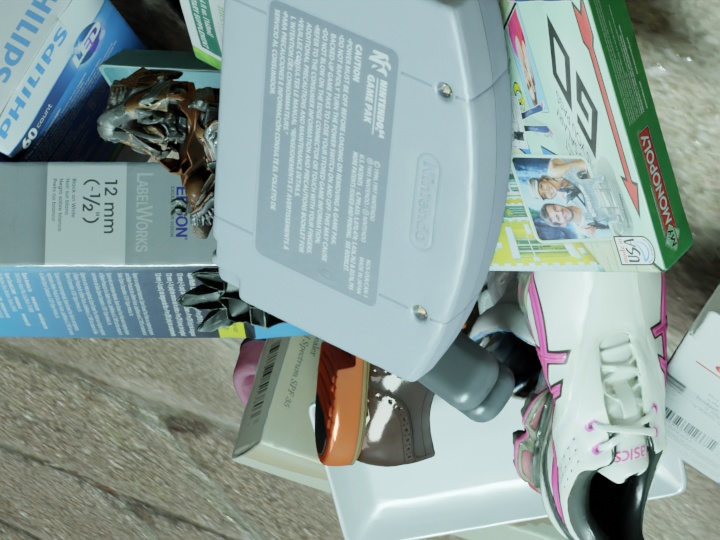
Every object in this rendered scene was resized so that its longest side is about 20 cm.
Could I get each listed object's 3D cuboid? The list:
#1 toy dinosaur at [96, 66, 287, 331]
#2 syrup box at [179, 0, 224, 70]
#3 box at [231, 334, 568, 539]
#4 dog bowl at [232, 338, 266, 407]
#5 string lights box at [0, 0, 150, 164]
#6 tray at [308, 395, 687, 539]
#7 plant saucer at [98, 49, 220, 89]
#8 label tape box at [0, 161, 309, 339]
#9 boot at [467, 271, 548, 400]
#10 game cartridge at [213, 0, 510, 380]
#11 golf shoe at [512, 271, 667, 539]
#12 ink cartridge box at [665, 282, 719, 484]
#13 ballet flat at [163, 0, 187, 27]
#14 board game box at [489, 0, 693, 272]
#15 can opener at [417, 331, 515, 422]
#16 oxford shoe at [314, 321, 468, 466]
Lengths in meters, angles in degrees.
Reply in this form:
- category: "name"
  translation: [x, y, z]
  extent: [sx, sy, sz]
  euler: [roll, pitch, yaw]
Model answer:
- category: "toy dinosaur"
  translation: [-0.032, -0.049, 1.395]
  extent: [0.199, 0.136, 0.103]
  euler: [-1, 122, 16]
- category: "syrup box"
  translation: [0.017, -0.105, 1.338]
  extent: [0.199, 0.082, 0.079]
  euler: [30, 161, 19]
- category: "box"
  translation: [0.035, 0.096, 1.693]
  extent: [0.199, 0.096, 0.078]
  euler: [18, 165, -12]
- category: "dog bowl"
  translation: [0.004, 0.086, 1.842]
  extent: [0.199, 0.074, 0.200]
  euler: [32, 161, 12]
- category: "string lights box"
  translation: [-0.168, -0.098, 1.589]
  extent: [0.059, 0.103, 0.200]
  euler: [29, 172, 18]
- category: "tray"
  translation: [0.078, 0.095, 1.611]
  extent: [0.199, 0.022, 0.108]
  euler: [-10, 122, 7]
- category: "plant saucer"
  translation: [-0.033, -0.088, 1.471]
  extent: [0.199, 0.019, 0.070]
  euler: [3, 150, 21]
- category: "label tape box"
  translation: [-0.118, -0.010, 1.573]
  extent: [0.198, 0.067, 0.143]
  euler: [-2, 164, 0]
- category: "boot"
  translation: [0.082, 0.025, 1.520]
  extent: [0.073, 0.096, 0.200]
  euler: [34, 162, 2]
- category: "game cartridge"
  translation: [0.000, -0.053, 1.238]
  extent: [0.133, 0.040, 0.201]
  euler: [28, 134, 26]
- category: "golf shoe"
  translation: [0.122, 0.053, 1.386]
  extent: [0.092, 0.072, 0.201]
  euler: [-125, 24, -46]
- category: "ink cartridge box"
  translation: [0.213, 0.055, 1.409]
  extent: [0.115, 0.067, 0.200]
  euler: [34, 162, 6]
- category: "ballet flat"
  translation: [-0.075, -0.121, 1.497]
  extent: [0.066, 0.057, 0.200]
  euler: [17, 154, 45]
- category: "board game box"
  translation: [0.055, -0.093, 1.223]
  extent: [0.134, 0.029, 0.201]
  euler: [0, 119, 38]
- category: "can opener"
  translation: [0.000, 0.000, 1.433]
  extent: [0.200, 0.067, 0.053]
  euler: [41, -177, 27]
- category: "oxford shoe"
  translation: [0.023, 0.011, 1.538]
  extent: [0.072, 0.201, 0.071]
  euler: [5, -157, -12]
